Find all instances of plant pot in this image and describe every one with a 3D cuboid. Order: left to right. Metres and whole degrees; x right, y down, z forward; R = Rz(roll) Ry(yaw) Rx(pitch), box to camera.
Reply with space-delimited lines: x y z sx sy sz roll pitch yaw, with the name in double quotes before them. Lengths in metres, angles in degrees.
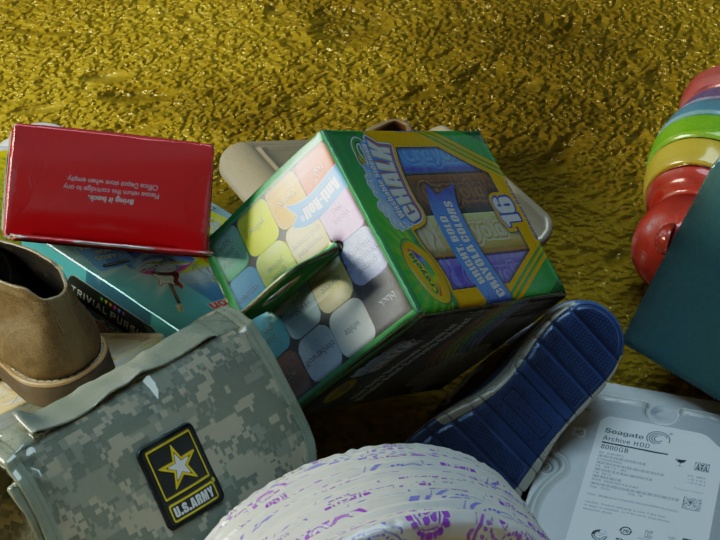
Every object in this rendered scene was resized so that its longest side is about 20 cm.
"plant pot" 0.303 0.032 1.000 0.200 0.142 0.141 37 29 27

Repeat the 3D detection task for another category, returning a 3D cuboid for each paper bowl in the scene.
"paper bowl" 0.000 0.172 0.782 0.200 0.201 0.104 -13 34 -15

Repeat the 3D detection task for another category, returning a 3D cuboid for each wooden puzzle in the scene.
"wooden puzzle" 0.016 -0.051 1.194 0.199 0.037 0.185 -9 33 -26

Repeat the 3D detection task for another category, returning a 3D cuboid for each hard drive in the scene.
"hard drive" 0.170 0.146 0.955 0.139 0.038 0.200 10 36 15

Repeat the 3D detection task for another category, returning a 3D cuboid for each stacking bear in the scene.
"stacking bear" 0.263 -0.057 1.183 0.113 0.122 0.200 16 46 20

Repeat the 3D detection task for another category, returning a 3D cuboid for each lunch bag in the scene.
"lunch bag" -0.112 0.134 0.842 0.164 0.201 0.117 -30 44 -35

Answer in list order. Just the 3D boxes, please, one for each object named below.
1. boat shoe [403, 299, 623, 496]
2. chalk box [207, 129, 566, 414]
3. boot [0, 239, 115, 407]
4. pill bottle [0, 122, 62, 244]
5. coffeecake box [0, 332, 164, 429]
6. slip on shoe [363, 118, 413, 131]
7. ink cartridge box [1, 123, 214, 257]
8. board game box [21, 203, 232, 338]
"boat shoe" 0.080 0.100 0.981 0.200 0.072 0.072 -40 4 -12
"chalk box" 0.000 0.000 0.929 0.200 0.124 0.124 -4 62 -51
"boot" -0.213 0.007 0.884 0.200 0.076 0.074 19 44 41
"pill bottle" -0.269 -0.019 1.137 0.114 0.115 0.200 14 39 21
"coffeecake box" -0.220 0.108 0.937 0.200 0.073 0.153 -27 13 -31
"slip on shoe" -0.020 -0.047 1.081 0.076 0.061 0.200 25 34 28
"ink cartridge box" -0.152 -0.047 0.943 0.116 0.068 0.200 5 2 -14
"board game box" -0.104 0.016 1.049 0.200 0.047 0.151 29 30 34
